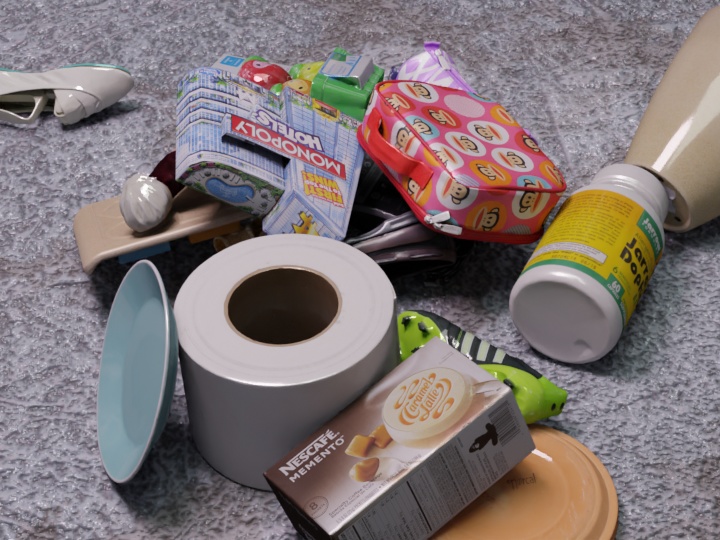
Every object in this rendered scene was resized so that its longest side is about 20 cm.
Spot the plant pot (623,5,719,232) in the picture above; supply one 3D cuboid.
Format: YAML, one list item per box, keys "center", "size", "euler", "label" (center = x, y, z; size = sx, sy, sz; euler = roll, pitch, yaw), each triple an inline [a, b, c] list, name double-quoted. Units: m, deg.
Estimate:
- center: [0.363, -0.140, 1.815]
  size: [0.187, 0.188, 0.200]
  euler: [32, 66, 33]
  label: "plant pot"

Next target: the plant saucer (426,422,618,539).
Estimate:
- center: [0.125, 0.203, 1.537]
  size: [0.199, 0.032, 0.201]
  euler: [-2, 42, 1]
  label: "plant saucer"

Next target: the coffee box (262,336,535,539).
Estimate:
- center: [0.034, 0.163, 1.507]
  size: [0.200, 0.080, 0.114]
  euler: [-37, 38, -15]
  label: "coffee box"

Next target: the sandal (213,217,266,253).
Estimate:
- center: [-0.122, -0.014, 1.766]
  size: [0.069, 0.078, 0.212]
  euler: [17, 51, 18]
  label: "sandal"

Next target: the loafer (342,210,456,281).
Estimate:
- center: [0.000, 0.000, 1.735]
  size: [0.199, 0.072, 0.063]
  euler: [-25, 77, 0]
  label: "loafer"

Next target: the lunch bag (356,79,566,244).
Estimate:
- center: [0.088, -0.110, 1.731]
  size: [0.175, 0.082, 0.200]
  euler: [3, 35, -34]
  label: "lunch bag"

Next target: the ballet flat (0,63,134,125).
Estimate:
- center: [-0.356, -0.195, 2.007]
  size: [0.199, 0.070, 0.070]
  euler: [1, 41, 12]
  label: "ballet flat"

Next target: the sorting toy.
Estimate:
- center: [-0.195, -0.056, 1.803]
  size: [0.199, 0.037, 0.185]
  euler: [-21, 20, -6]
  label: "sorting toy"

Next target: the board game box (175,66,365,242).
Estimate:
- center: [-0.079, -0.099, 1.707]
  size: [0.199, 0.062, 0.200]
  euler: [23, 36, -25]
  label: "board game box"

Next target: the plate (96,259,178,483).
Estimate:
- center: [-0.197, 0.091, 1.578]
  size: [0.025, 0.201, 0.201]
  euler: [9, 36, -23]
  label: "plate"

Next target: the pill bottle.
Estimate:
- center: [0.230, -0.013, 1.711]
  size: [0.112, 0.113, 0.200]
  euler: [15, 44, 20]
  label: "pill bottle"

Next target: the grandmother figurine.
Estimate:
- center: [-0.181, -0.102, 1.777]
  size: [0.061, 0.121, 0.200]
  euler: [40, 39, -2]
  label: "grandmother figurine"

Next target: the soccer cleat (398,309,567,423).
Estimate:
- center: [0.107, 0.093, 1.645]
  size: [0.081, 0.068, 0.200]
  euler: [5, 18, -42]
  label: "soccer cleat"

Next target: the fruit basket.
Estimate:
- center: [-0.077, -0.199, 1.924]
  size: [0.199, 0.094, 0.185]
  euler: [17, 26, 6]
  label: "fruit basket"

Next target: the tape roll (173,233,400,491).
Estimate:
- center: [-0.065, 0.082, 1.606]
  size: [0.202, 0.140, 0.203]
  euler: [-3, 41, 2]
  label: "tape roll"

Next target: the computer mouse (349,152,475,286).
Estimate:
- center: [0.041, -0.061, 1.830]
  size: [0.199, 0.053, 0.139]
  euler: [26, 58, 19]
  label: "computer mouse"

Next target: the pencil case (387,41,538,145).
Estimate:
- center: [0.114, -0.167, 1.913]
  size: [0.084, 0.086, 0.200]
  euler: [1, 36, -38]
  label: "pencil case"
